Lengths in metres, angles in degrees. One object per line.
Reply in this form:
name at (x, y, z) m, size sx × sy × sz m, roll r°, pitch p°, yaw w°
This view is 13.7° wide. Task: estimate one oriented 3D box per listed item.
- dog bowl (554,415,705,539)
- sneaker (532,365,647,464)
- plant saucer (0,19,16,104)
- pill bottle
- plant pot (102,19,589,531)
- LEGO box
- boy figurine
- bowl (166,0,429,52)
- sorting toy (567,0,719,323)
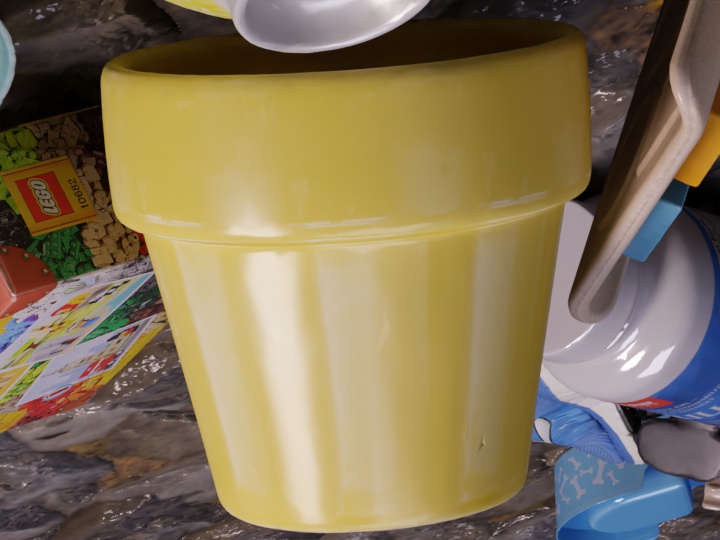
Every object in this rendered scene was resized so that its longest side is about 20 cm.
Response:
dog bowl at (0.217, 0.126, 1.948) m, size 0.199 × 0.050 × 0.112 m, roll -17°, pitch 157°, yaw 5°
sneaker at (0.107, 0.063, 1.729) m, size 0.089 × 0.079 × 0.200 m, roll -12°, pitch 153°, yaw 24°
plant saucer at (-0.241, -0.084, 1.218) m, size 0.199 × 0.036 × 0.200 m, roll -12°, pitch 157°, yaw -5°
pill bottle at (0.157, 0.019, 1.591) m, size 0.112 × 0.113 × 0.200 m, roll -31°, pitch 152°, yaw 33°
plant pot at (0.000, 0.000, 1.240) m, size 0.200 × 0.190 × 0.201 m, roll -5°, pitch -170°, yaw 1°
LEGO box at (-0.156, 0.006, 1.374) m, size 0.149 × 0.077 × 0.200 m, roll -18°, pitch 164°, yaw -39°
boy figurine at (0.231, 0.082, 1.785) m, size 0.064 × 0.125 × 0.200 m, roll 20°, pitch -168°, yaw 29°
bowl at (-0.020, -0.147, 1.115) m, size 0.199 × 0.108 × 0.200 m, roll -12°, pitch 156°, yaw -6°
sorting toy at (0.143, -0.092, 1.255) m, size 0.036 × 0.186 × 0.200 m, roll 19°, pitch 151°, yaw 1°
